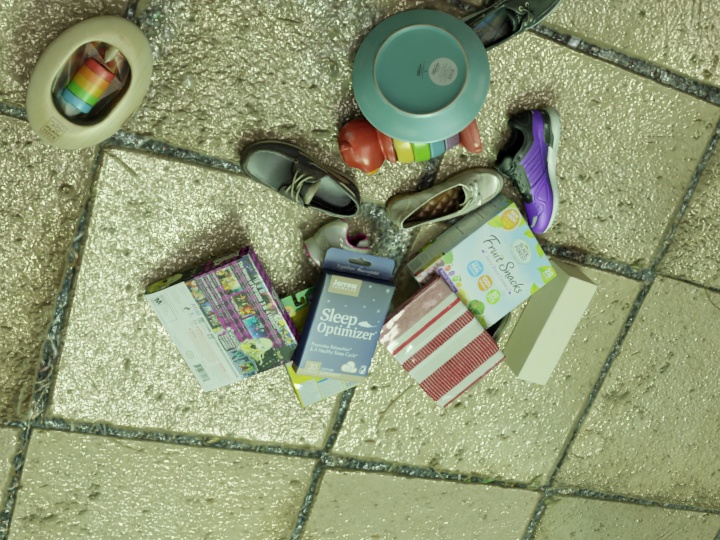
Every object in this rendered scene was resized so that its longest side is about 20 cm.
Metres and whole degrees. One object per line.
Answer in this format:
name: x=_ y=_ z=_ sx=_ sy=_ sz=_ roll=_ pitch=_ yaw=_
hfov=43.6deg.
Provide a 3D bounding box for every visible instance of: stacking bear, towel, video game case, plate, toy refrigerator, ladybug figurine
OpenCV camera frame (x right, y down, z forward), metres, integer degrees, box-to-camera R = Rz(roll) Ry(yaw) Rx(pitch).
stacking bear: x=0.063 y=-0.203 z=1.326 sx=0.198 sy=0.122 sz=0.115 roll=-18 pitch=105 yaw=0
towel: x=0.130 y=0.118 z=1.466 sx=0.144 sy=0.023 sz=0.200 roll=-39 pitch=115 yaw=7
video game case: x=-0.205 y=0.078 z=1.380 sx=0.179 sy=0.036 sz=0.201 roll=-21 pitch=118 yaw=12
plate: x=0.085 y=-0.279 z=1.270 sx=0.197 sy=0.026 sz=0.203 roll=-1 pitch=78 yaw=4
toy refrigerator: x=0.328 y=0.091 z=1.566 sx=0.069 sy=0.076 sz=0.202 roll=16 pitch=108 yaw=-24
ladybug figurine: x=-0.358 y=-0.248 z=1.184 sx=0.200 sy=0.072 sz=0.136 roll=-46 pitch=120 yaw=6

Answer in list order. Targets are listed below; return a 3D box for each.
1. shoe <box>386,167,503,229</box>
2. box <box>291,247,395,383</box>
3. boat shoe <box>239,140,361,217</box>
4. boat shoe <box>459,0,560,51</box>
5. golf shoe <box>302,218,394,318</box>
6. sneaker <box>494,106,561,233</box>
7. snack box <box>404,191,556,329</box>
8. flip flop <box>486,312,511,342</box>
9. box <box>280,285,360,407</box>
shoe: x=0.140 y=-0.108 z=1.423 sx=0.198 sy=0.053 sz=0.071 roll=-19 pitch=119 yaw=-9
box: x=-0.022 y=0.071 z=1.379 sx=0.120 sy=0.032 sz=0.202 roll=10 pitch=105 yaw=-25
boat shoe: x=-0.081 y=-0.134 z=1.327 sx=0.198 sy=0.073 sz=0.075 roll=17 pitch=108 yaw=-24
boat shoe: x=0.220 y=-0.370 z=1.323 sx=0.199 sy=0.057 sz=0.069 roll=-30 pitch=120 yaw=-2
golf shoe: x=0.000 y=0.000 z=1.419 sx=0.092 sy=0.075 sz=0.200 roll=-45 pitch=120 yaw=3
sneaker: x=0.260 y=-0.156 z=1.432 sx=0.098 sy=0.070 sz=0.203 roll=-7 pitch=108 yaw=-16
snack box: x=0.199 y=-0.003 z=1.484 sx=0.199 sy=0.068 sz=0.169 roll=-38 pitch=119 yaw=0
flip flop: x=0.194 y=0.144 z=1.555 sx=0.057 sy=0.081 sz=0.201 roll=34 pitch=96 yaw=-43
box: x=-0.077 y=0.115 z=1.462 sx=0.116 sy=0.048 sz=0.202 roll=-21 pitch=121 yaw=-7
